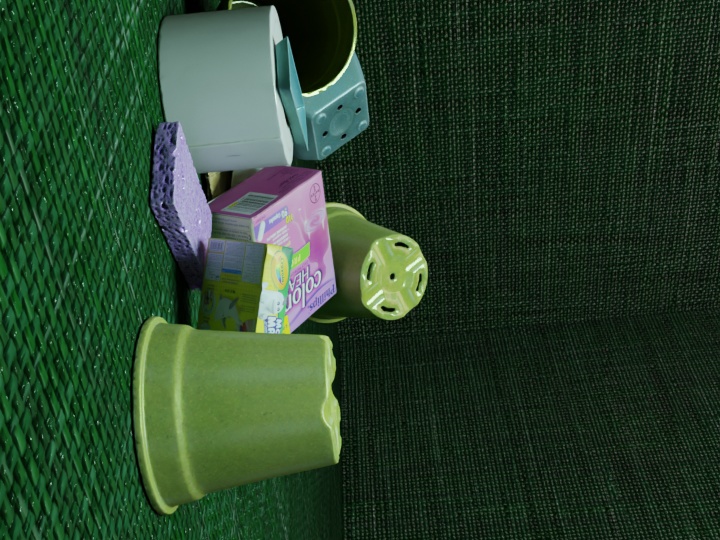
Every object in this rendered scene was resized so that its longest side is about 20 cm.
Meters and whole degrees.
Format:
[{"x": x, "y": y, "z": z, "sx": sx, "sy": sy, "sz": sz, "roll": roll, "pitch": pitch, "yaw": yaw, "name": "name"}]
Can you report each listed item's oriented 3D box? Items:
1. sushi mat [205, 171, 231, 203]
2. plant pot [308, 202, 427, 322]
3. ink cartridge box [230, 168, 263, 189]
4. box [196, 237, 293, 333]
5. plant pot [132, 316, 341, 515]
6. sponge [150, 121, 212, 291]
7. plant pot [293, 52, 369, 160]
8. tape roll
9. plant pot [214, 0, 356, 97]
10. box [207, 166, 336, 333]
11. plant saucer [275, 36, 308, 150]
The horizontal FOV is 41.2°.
[{"x": -0.214, "y": -0.148, "z": 1.428, "sx": 0.200, "sy": 0.012, "sz": 0.096, "roll": -89, "pitch": 173, "yaw": -79, "name": "sushi mat"}, {"x": 0.000, "y": 0.000, "z": 1.520, "sx": 0.184, "sy": 0.200, "sz": 0.201, "roll": 13, "pitch": -67, "yaw": 53, "name": "plant pot"}, {"x": -0.160, "y": -0.121, "z": 1.528, "sx": 0.200, "sy": 0.084, "sz": 0.145, "roll": -91, "pitch": -169, "yaw": -70, "name": "ink cartridge box"}, {"x": -0.141, "y": 0.066, "z": 1.119, "sx": 0.048, "sy": 0.117, "sz": 0.201, "roll": 10, "pitch": 88, "yaw": -44, "name": "box"}, {"x": -0.116, "y": 0.138, "z": 0.979, "sx": 0.200, "sy": 0.183, "sz": 0.201, "roll": -6, "pitch": 90, "yaw": -89, "name": "plant pot"}, {"x": -0.207, "y": -0.070, "z": 1.131, "sx": 0.200, "sy": 0.030, "sz": 0.112, "roll": 82, "pitch": 4, "yaw": -61, "name": "sponge"}, {"x": -0.093, "y": -0.304, "z": 1.625, "sx": 0.200, "sy": 0.196, "sz": 0.197, "roll": 44, "pitch": -20, "yaw": 27, "name": "plant pot"}, {"x": -0.165, "y": -0.228, "z": 1.219, "sx": 0.203, "sy": 0.139, "sz": 0.204, "roll": -6, "pitch": 90, "yaw": -89, "name": "tape roll"}, {"x": -0.138, "y": -0.355, "z": 1.424, "sx": 0.193, "sy": 0.200, "sz": 0.201, "roll": 13, "pitch": -69, "yaw": 61, "name": "plant pot"}, {"x": -0.127, "y": -0.023, "z": 1.354, "sx": 0.176, "sy": 0.096, "sz": 0.201, "roll": -41, "pitch": 133, "yaw": -50, "name": "box"}, {"x": -0.086, "y": -0.219, "z": 1.218, "sx": 0.200, "sy": 0.019, "sz": 0.070, "roll": 76, "pitch": 9, "yaw": -76, "name": "plant saucer"}]
